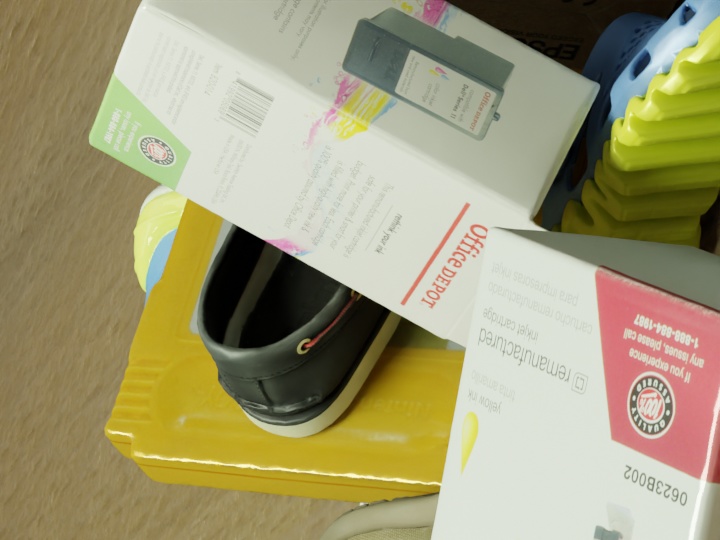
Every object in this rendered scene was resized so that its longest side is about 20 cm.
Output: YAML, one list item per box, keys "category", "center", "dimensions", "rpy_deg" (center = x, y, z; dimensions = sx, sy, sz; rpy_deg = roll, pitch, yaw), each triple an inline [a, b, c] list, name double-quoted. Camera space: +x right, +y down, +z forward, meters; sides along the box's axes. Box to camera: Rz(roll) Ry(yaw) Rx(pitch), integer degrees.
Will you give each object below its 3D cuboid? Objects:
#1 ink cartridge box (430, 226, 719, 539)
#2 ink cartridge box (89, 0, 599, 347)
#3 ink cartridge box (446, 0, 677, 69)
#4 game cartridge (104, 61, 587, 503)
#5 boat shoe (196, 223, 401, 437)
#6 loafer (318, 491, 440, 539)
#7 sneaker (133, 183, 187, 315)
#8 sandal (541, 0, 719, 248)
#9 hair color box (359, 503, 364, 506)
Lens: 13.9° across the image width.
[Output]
- category: "ink cartridge box"
  center: [0.089, 0.099, 0.913]
  dimensions: [0.145, 0.083, 0.200]
  rpy_deg: [24, 106, 59]
- category: "ink cartridge box"
  center: [0.010, -0.048, 1.090]
  dimensions: [0.067, 0.200, 0.117]
  rpy_deg: [-62, 2, -28]
- category: "ink cartridge box"
  center: [0.021, -0.171, 1.201]
  dimensions: [0.075, 0.200, 0.165]
  rpy_deg: [116, 153, -45]
- category: "game cartridge"
  center: [0.000, 0.000, 1.210]
  dimensions: [0.032, 0.176, 0.200]
  rpy_deg: [59, -138, -50]
- category: "boat shoe"
  center: [-0.002, -0.033, 1.178]
  dimensions: [0.201, 0.074, 0.063]
  rpy_deg: [-64, -30, -24]
- category: "loafer"
  center: [0.042, 0.116, 1.081]
  dimensions: [0.200, 0.076, 0.067]
  rpy_deg: [-35, 50, 55]
- category: "sneaker"
  center: [-0.010, 0.017, 1.283]
  dimensions: [0.200, 0.076, 0.105]
  rpy_deg: [3, 72, 27]
- category: "sandal"
  center: [0.109, -0.062, 1.101]
  dimensions: [0.200, 0.079, 0.087]
  rpy_deg: [127, 137, -51]
- category: "hair color box"
  center: [0.061, 0.114, 1.214]
  dimensions: [0.200, 0.061, 0.102]
  rpy_deg: [-136, 55, -63]
